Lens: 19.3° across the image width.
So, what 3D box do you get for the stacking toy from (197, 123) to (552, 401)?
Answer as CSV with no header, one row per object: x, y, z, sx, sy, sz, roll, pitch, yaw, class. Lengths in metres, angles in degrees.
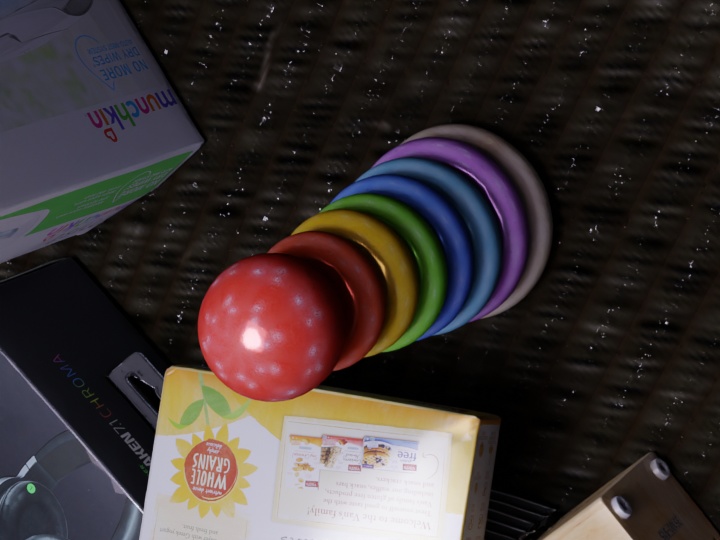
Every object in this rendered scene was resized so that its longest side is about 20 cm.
0.000,0.000,0.830,0.085,0.200,0.086,8,107,27,stacking toy

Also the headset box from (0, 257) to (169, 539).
-0.153,0.118,1.012,0.174,0.093,0.200,46,120,11,headset box

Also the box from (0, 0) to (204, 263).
-0.194,-0.086,0.916,0.097,0.200,0.177,-34,85,32,box

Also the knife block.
0.086,0.169,0.910,0.200,0.064,0.176,51,122,7,knife block

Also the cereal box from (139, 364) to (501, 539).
-0.026,0.148,0.881,0.144,0.040,0.200,9,89,20,cereal box
